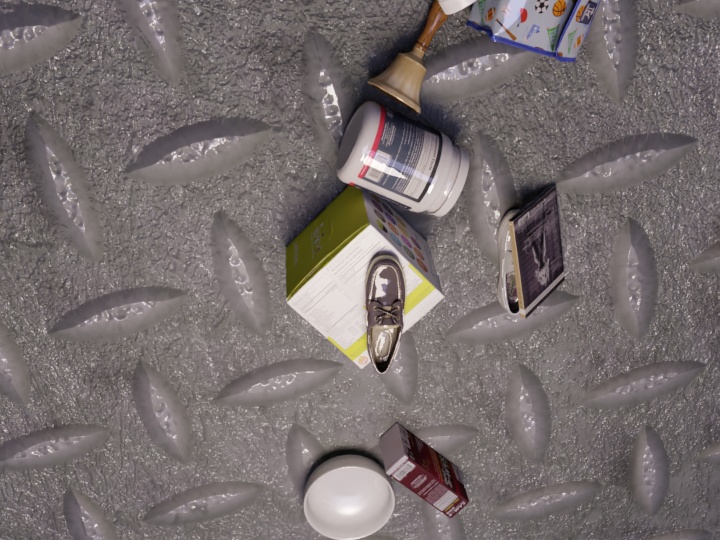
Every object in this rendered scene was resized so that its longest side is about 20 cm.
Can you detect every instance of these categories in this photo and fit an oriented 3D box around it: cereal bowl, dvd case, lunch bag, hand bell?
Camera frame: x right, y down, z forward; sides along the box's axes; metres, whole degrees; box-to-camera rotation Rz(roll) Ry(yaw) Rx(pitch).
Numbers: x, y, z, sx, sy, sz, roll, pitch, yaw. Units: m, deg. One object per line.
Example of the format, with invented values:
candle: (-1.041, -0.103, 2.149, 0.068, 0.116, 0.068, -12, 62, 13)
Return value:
cereal bowl: (-0.027, 0.470, 1.732, 0.195, 0.084, 0.204, -3, 117, -6)
dvd case: (0.327, -0.034, 1.504, 0.148, 0.016, 0.203, -37, 125, -36)
lunch bag: (0.297, -0.434, 1.292, 0.196, 0.124, 0.173, 8, 117, -26)
hand bell: (0.101, -0.373, 1.331, 0.103, 0.104, 0.203, 26, 99, -19)

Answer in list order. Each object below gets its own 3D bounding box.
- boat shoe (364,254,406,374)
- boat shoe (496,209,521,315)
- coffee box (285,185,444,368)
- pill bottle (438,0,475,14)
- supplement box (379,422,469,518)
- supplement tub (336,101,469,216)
boat shoe: (0.041, 0.076, 1.322, 0.070, 0.065, 0.204, 1, 117, -6)
boat shoe: (0.291, -0.011, 1.533, 0.070, 0.069, 0.204, 2, 117, -8)
coffee box: (0.000, 0.000, 1.429, 0.199, 0.201, 0.197, -41, 115, 16)
pill bottle: (0.116, -0.499, 1.232, 0.110, 0.112, 0.201, -30, 113, 9)
supplement box: (0.134, 0.421, 1.713, 0.199, 0.109, 0.061, 40, 107, -24)
supplement tub: (0.070, -0.185, 1.377, 0.197, 0.141, 0.142, 21, 113, -17)
